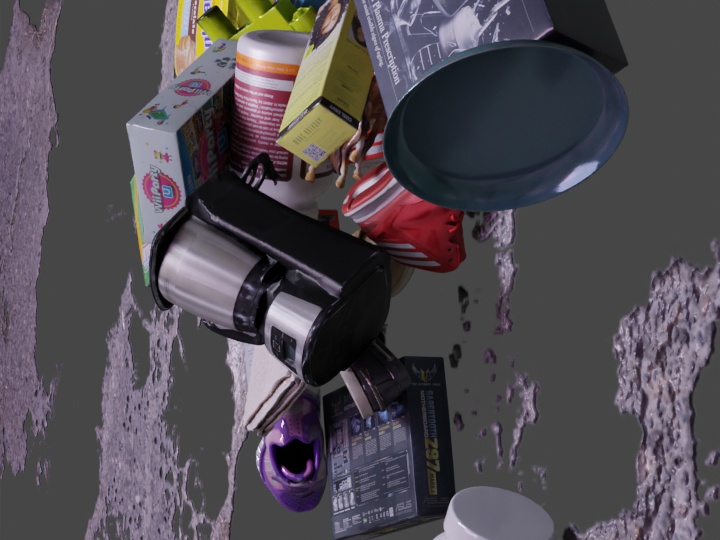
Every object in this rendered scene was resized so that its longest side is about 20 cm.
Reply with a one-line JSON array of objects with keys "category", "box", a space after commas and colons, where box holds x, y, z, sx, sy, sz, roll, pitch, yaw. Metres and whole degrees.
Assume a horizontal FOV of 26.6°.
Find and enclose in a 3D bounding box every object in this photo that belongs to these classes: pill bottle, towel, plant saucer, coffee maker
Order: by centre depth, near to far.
[{"category": "plant saucer", "box": [0.115, -0.119, 1.230, 0.200, 0.199, 0.028, 123, 148, -46]}, {"category": "pill bottle", "box": [0.101, 0.299, 1.338, 0.116, 0.116, 0.201, 47, 129, 54]}, {"category": "coffee maker", "box": [-0.070, -0.009, 1.448, 0.199, 0.135, 0.193, 26, 74, 22]}, {"category": "towel", "box": [-0.077, 0.063, 1.583, 0.133, 0.034, 0.201, -51, 25, 43]}, {"category": "pill bottle", "box": [-0.080, -0.145, 1.603, 0.113, 0.112, 0.201, 37, 126, 58]}]

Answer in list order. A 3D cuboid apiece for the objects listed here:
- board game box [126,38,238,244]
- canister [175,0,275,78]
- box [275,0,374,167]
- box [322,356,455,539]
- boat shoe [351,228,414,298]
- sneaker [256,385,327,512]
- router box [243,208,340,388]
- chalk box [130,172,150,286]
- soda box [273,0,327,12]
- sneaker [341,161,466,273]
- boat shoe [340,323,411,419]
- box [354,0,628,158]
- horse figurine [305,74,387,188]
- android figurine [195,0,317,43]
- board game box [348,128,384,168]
[{"category": "board game box", "box": [-0.167, -0.136, 1.628, 0.064, 0.200, 0.148, 12, 128, 20]}, {"category": "canister", "box": [-0.163, -0.294, 1.905, 0.200, 0.086, 0.149, -167, 79, -64]}, {"category": "box", "box": [-0.022, -0.196, 1.463, 0.075, 0.050, 0.201, -38, 29, 42]}, {"category": "box", "box": [0.026, 0.184, 1.554, 0.200, 0.051, 0.159, -33, 59, 59]}, {"category": "boat shoe", "box": [0.000, 0.000, 1.592, 0.200, 0.069, 0.074, -58, 41, 46]}, {"category": "sneaker", "box": [-0.072, 0.209, 1.664, 0.089, 0.080, 0.201, -106, 9, -45]}, {"category": "router box", "box": [-0.079, 0.042, 1.768, 0.200, 0.049, 0.181, -32, 62, 59]}, {"category": "chalk box", "box": [-0.210, -0.051, 1.948, 0.124, 0.123, 0.201, -47, 48, 53]}, {"category": "soda box", "box": [-0.048, -0.303, 1.694, 0.200, 0.067, 0.064, -64, 37, 41]}, {"category": "sneaker", "box": [0.090, -0.073, 1.433, 0.199, 0.116, 0.079, -27, 27, 35]}, {"category": "boat shoe", "box": [0.007, 0.082, 1.519, 0.073, 0.062, 0.200, 64, 180, -23]}, {"category": "box", "box": [0.102, -0.216, 1.297, 0.182, 0.104, 0.201, -36, 55, 33]}, {"category": "horse figurine", "box": [0.004, -0.146, 1.481, 0.133, 0.050, 0.200, -67, 14, -13]}, {"category": "android figurine", "box": [-0.091, -0.220, 1.690, 0.182, 0.041, 0.200, -25, 108, 38]}, {"category": "board game box", "box": [0.037, -0.189, 1.547, 0.200, 0.046, 0.152, -6, 84, 63]}]
